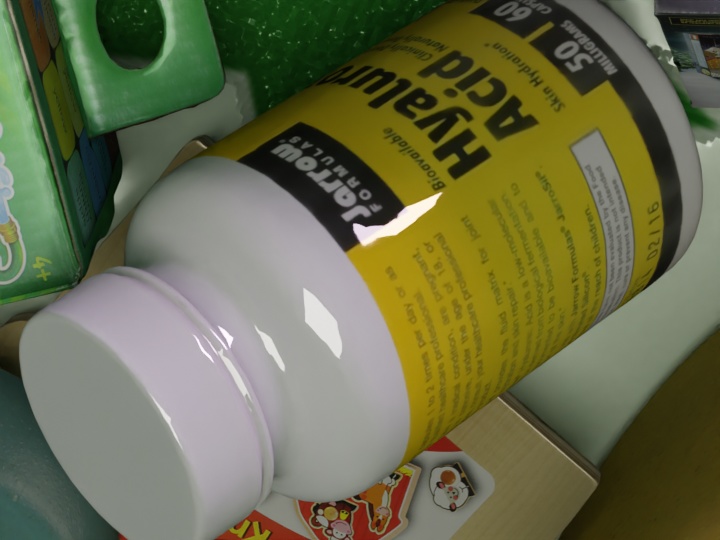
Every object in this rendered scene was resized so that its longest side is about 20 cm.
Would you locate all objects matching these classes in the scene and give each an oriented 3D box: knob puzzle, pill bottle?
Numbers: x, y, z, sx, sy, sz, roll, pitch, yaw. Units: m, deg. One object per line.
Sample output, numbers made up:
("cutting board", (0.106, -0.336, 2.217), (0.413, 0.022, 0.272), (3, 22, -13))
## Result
("knob puzzle", (-0.044, 0.080, 0.926), (0.219, 0.030, 0.221), (4, 108, 11))
("pill bottle", (0.000, 0.000, 0.812), (0.200, 0.111, 0.112), (-34, 108, -30))

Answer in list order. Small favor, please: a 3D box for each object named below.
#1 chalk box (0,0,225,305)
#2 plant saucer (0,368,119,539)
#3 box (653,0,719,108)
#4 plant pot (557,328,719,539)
("chalk box", (-0.145, -0.057, 0.839), (0.199, 0.124, 0.125), (-14, 107, 5))
("plant saucer", (-0.161, 0.122, 0.866), (0.199, 0.036, 0.201), (-13, 118, -25))
("box", (0.189, -0.075, 0.773), (0.199, 0.137, 0.038), (2, 82, 11))
("plant pot", (0.161, 0.116, 0.860), (0.200, 0.194, 0.196), (-31, 105, 22))
